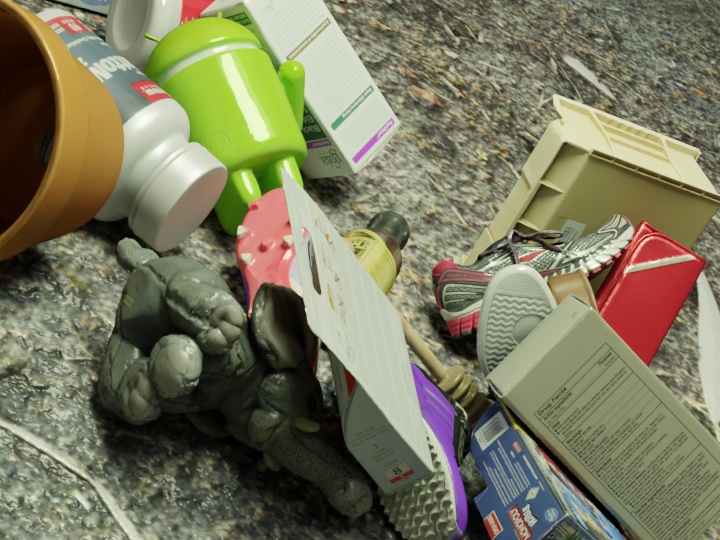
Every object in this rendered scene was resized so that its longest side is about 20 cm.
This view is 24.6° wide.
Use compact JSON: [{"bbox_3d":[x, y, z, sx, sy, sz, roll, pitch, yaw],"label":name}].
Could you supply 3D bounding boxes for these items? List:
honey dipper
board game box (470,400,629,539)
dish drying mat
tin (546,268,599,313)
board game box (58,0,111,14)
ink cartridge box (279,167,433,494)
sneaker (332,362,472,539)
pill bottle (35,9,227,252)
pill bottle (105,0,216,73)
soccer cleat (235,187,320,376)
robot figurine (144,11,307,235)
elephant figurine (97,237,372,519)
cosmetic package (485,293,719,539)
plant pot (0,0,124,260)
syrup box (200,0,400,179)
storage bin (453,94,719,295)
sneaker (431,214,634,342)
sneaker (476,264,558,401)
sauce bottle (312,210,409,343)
[{"bbox_3d":[0.038,0.051,1.382,0.200,0.038,0.038,51,25,-13],"label":"honey dipper"},{"bbox_3d":[0.171,0.220,1.263,0.200,0.062,0.200,46,7,-20],"label":"board game box"},{"bbox_3d":[0.244,0.054,1.534,0.076,0.201,0.018,33,-15,-1],"label":"dish drying mat"},{"bbox_3d":[0.197,0.100,1.428,0.112,0.041,0.202,61,16,-76],"label":"tin"},{"bbox_3d":[-0.285,-0.338,1.733,0.199,0.041,0.200,12,34,-35],"label":"board game box"},{"bbox_3d":[-0.018,0.047,1.199,0.200,0.050,0.163,49,21,-43],"label":"ink cartridge box"},{"bbox_3d":[0.057,0.139,1.304,0.099,0.070,0.201,18,33,-37],"label":"sneaker"},{"bbox_3d":[-0.212,-0.113,1.371,0.200,0.120,0.119,39,29,12],"label":"pill bottle"},{"bbox_3d":[-0.142,-0.230,1.634,0.199,0.113,0.113,10,35,-36],"label":"pill bottle"},{"bbox_3d":[-0.063,0.015,1.355,0.066,0.077,0.201,-14,43,8],"label":"soccer cleat"},{"bbox_3d":[-0.121,-0.137,1.473,0.174,0.116,0.201,-18,75,-25],"label":"robot figurine"},{"bbox_3d":[-0.086,0.080,1.219,0.199,0.157,0.141,25,-16,-36],"label":"elephant figurine"},{"bbox_3d":[0.205,0.127,1.315,0.200,0.105,0.071,47,1,-11],"label":"cosmetic package"},{"bbox_3d":[-0.268,-0.099,1.235,0.200,0.201,0.140,44,14,20],"label":"plant pot"},{"bbox_3d":[-0.056,-0.189,1.579,0.081,0.078,0.201,-46,115,-29],"label":"syrup box"},{"bbox_3d":[0.219,-0.043,1.613,0.197,0.201,0.094,17,30,-26],"label":"storage bin"},{"bbox_3d":[0.162,-0.007,1.520,0.198,0.081,0.075,-24,83,-12],"label":"sneaker"},{"bbox_3d":[0.133,0.063,1.410,0.073,0.202,0.119,-12,31,1],"label":"sneaker"},{"bbox_3d":[0.000,0.000,1.473,0.066,0.066,0.200,33,26,0],"label":"sauce bottle"}]
